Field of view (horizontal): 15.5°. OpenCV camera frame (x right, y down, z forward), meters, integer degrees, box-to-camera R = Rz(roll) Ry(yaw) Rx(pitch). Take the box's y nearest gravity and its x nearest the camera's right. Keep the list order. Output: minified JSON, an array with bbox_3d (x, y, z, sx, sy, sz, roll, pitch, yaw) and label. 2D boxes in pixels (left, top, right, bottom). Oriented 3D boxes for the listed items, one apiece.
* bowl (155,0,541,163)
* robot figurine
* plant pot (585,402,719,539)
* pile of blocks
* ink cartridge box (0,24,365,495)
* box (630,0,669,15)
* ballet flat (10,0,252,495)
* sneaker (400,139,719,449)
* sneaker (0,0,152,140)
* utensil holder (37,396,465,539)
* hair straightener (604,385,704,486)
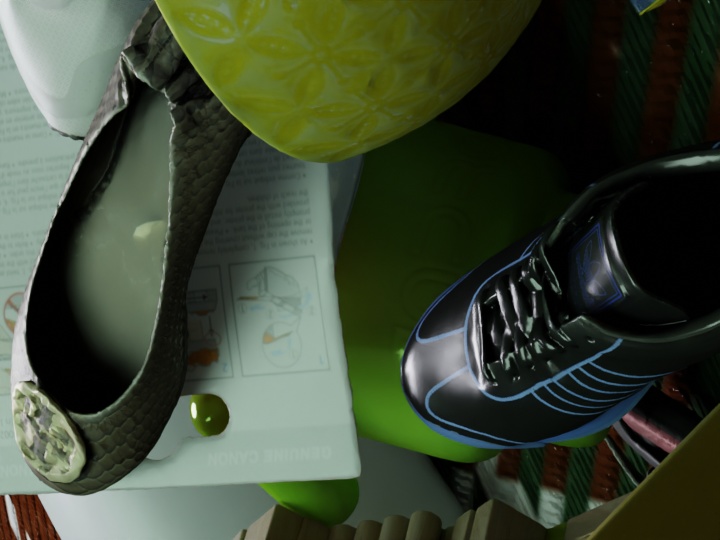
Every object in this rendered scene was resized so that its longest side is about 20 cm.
[{"bbox_3d":[0.014,-0.140,0.776,0.107,0.200,0.200,-14,110,24],"label":"bowl"},{"bbox_3d":[0.000,0.000,0.946,0.200,0.176,0.116,13,146,14],"label":"robot figurine"},{"bbox_3d":[0.158,0.128,0.725,0.176,0.200,0.200,48,160,-3],"label":"plant pot"},{"bbox_3d":[0.037,0.123,0.893,0.200,0.062,0.082,-6,137,26],"label":"pile of blocks"},{"bbox_3d":[-0.067,-0.029,0.895,0.160,0.047,0.200,-6,93,31],"label":"ink cartridge box"},{"bbox_3d":[0.115,-0.131,0.633,0.064,0.070,0.200,59,159,2],"label":"box"},{"bbox_3d":[-0.076,-0.006,0.834,0.067,0.046,0.200,37,124,18],"label":"ballet flat"},{"bbox_3d":[0.072,0.005,0.791,0.200,0.078,0.070,-26,68,41],"label":"sneaker"},{"bbox_3d":[-0.106,-0.129,0.812,0.075,0.087,0.200,15,121,33],"label":"sneaker"},{"bbox_3d":[-0.048,0.112,1.197,0.200,0.170,0.170,57,159,15],"label":"utensil holder"},{"bbox_3d":[0.129,0.092,0.927,0.200,0.041,0.077,28,142,47],"label":"hair straightener"}]
